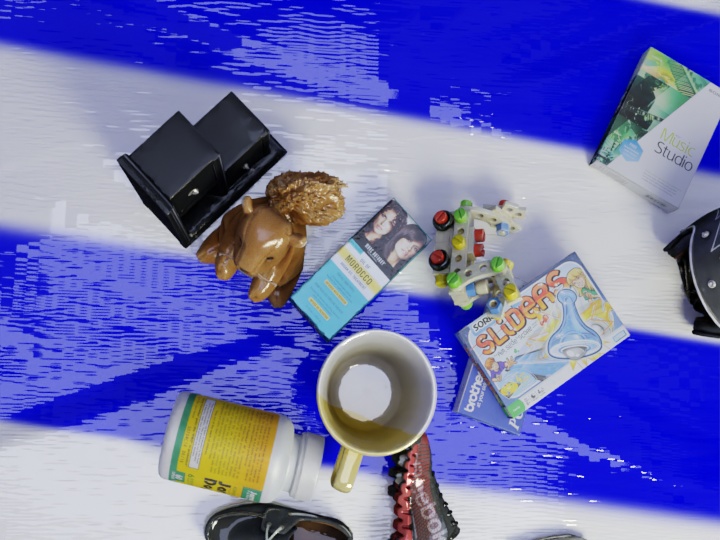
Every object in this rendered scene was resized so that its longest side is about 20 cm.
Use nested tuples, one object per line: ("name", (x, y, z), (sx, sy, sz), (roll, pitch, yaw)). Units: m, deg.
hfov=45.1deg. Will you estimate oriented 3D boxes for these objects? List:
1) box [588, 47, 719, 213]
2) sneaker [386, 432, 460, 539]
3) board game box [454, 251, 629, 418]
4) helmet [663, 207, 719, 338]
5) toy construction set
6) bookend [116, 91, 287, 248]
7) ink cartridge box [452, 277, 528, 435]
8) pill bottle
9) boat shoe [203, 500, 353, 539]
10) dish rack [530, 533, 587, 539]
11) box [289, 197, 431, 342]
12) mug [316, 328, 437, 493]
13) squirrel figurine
("box", (0.443, -0.208, 1.282), (0.143, 0.036, 0.202), (28, 79, -2))
("sneaker", (0.085, 0.310, 1.147), (0.096, 0.071, 0.205), (4, 83, -6))
("board game box", (0.244, 0.086, 1.169), (0.198, 0.034, 0.137), (-34, 85, -8))
("helmet", (0.522, 0.000, 1.181), (0.196, 0.191, 0.204), (1, 81, -7))
("toy construction set", (0.163, -0.029, 1.170), (0.129, 0.093, 0.202), (-5, 44, 23))
("bookend", (-0.194, -0.147, 1.115), (0.092, 0.199, 0.200), (44, 79, 3))
("ink cartridge box", (0.203, 0.115, 1.202), (0.092, 0.044, 0.203), (20, 80, -2))
("pill bottle", (-0.150, 0.231, 1.110), (0.196, 0.113, 0.115), (14, 80, -5))
("boat shoe", (-0.106, 0.341, 1.123), (0.196, 0.068, 0.073), (7, 83, -4))
("dish rack", (0.265, 0.462, 1.155), (0.150, 0.055, 0.204), (-9, 83, -9))
("box", (0.000, 0.000, 1.192), (0.200, 0.049, 0.082), (-44, 89, -10))
("mug", (-0.002, 0.168, 1.115), (0.186, 0.153, 0.150), (-38, 88, -10))
("squirrel figurine", (-0.111, -0.061, 1.118), (0.141, 0.187, 0.201), (38, 79, 0))
